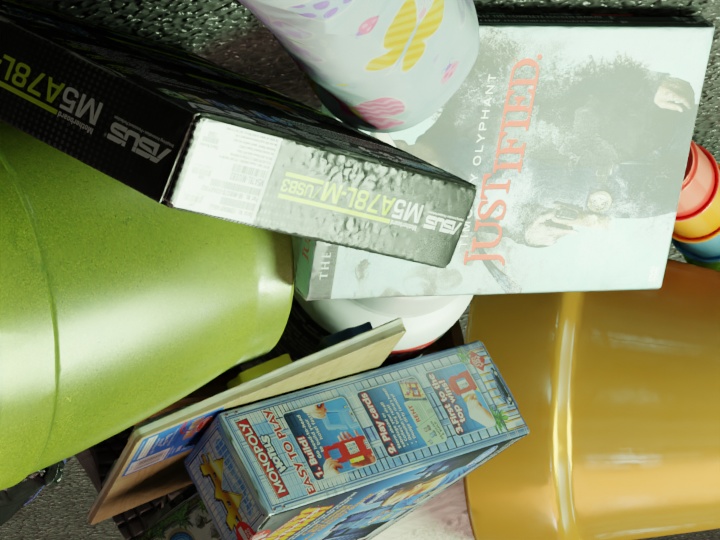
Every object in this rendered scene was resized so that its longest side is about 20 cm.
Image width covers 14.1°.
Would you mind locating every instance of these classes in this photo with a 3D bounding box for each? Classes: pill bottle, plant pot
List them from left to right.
[{"bbox_3d":[-0.142,0.001,1.416,0.192,0.201,0.200,-12,169,-32],"label":"plant pot"},{"bbox_3d":[0.000,0.000,1.587,0.113,0.115,0.200,-4,164,-17],"label":"pill bottle"},{"bbox_3d":[0.168,0.073,1.675,0.182,0.201,0.200,3,168,15],"label":"plant pot"}]

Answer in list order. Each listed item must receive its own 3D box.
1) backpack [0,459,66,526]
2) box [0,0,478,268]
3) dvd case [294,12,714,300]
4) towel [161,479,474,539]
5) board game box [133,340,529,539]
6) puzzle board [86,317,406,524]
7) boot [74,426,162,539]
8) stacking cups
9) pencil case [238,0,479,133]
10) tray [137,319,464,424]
[{"bbox_3d":[-0.273,0.098,1.522,0.190,0.155,0.200,-11,154,-36],"label":"backpack"},{"bbox_3d":[-0.079,-0.065,1.258,0.193,0.048,0.200,24,-173,36],"label":"box"},{"bbox_3d":[0.071,-0.056,1.422,0.199,0.147,0.022,0,-155,-23],"label":"dvd case"},{"bbox_3d":[-0.016,0.140,1.688,0.199,0.035,0.133,-18,134,-6],"label":"towel"},{"bbox_3d":[-0.043,0.118,1.534,0.200,0.062,0.200,-36,163,27],"label":"board game box"},{"bbox_3d":[-0.065,0.079,1.531,0.150,0.017,0.200,-21,168,-18],"label":"puzzle board"},{"bbox_3d":[-0.141,0.118,1.817,0.070,0.201,0.132,-28,164,-9],"label":"boot"},{"bbox_3d":[0.203,-0.035,1.683,0.060,0.061,0.200,-12,162,14],"label":"stacking cups"},{"bbox_3d":[-0.010,-0.124,1.207,0.083,0.091,0.200,-49,162,-1],"label":"pencil case"},{"bbox_3d":[-0.042,0.033,1.703,0.199,0.099,0.037,-4,153,-17],"label":"tray"}]
